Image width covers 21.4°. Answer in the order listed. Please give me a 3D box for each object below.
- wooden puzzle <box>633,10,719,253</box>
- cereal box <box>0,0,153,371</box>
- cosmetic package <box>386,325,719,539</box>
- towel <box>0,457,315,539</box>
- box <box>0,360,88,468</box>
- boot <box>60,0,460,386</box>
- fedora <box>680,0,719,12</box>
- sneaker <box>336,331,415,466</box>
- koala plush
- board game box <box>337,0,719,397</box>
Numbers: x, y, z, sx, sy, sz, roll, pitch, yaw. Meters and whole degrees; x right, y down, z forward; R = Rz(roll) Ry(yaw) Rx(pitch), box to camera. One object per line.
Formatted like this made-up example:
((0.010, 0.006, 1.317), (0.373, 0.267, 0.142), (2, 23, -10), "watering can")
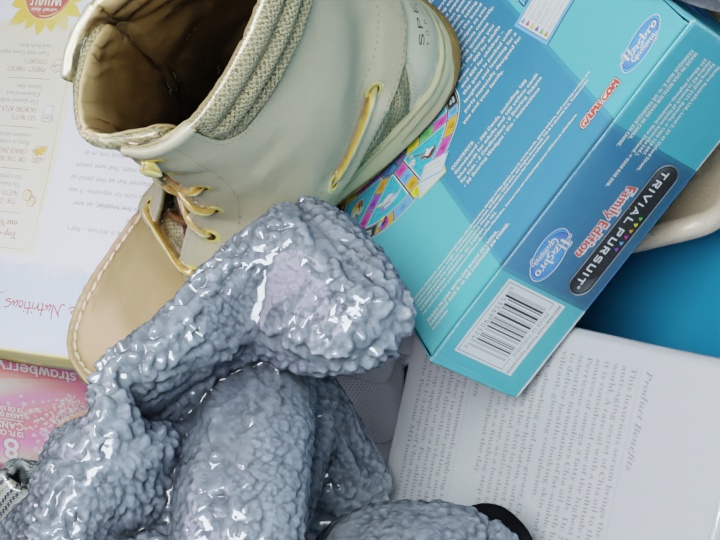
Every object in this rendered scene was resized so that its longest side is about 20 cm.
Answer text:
((0.081, -0.087, 0.793), (0.185, 0.037, 0.200), (-14, 63, 44), "wooden puzzle")
((-0.100, -0.055, 0.807), (0.144, 0.040, 0.200), (7, 80, 24), "cereal box")
((0.093, 0.074, 0.710), (0.200, 0.071, 0.102), (13, 91, 59), "cosmetic package")
((-0.103, 0.153, 0.886), (0.193, 0.200, 0.035), (-50, 40, 44), "towel")
((-0.104, 0.086, 0.904), (0.103, 0.200, 0.095), (-46, 42, 41), "box")
((-0.064, -0.032, 0.676), (0.200, 0.155, 0.073), (-46, 69, 14), "boot")
((0.136, -0.180, 0.679), (0.092, 0.200, 0.201), (79, -163, -82), "fedora")
((0.000, 0.000, 0.881), (0.115, 0.075, 0.200), (-48, 40, 43), "sneaker")
((-0.011, 0.118, 0.656), (0.200, 0.184, 0.177), (39, 154, 19), "koala plush")
((0.052, -0.071, 0.739), (0.151, 0.047, 0.200), (-53, 36, 17), "board game box")
